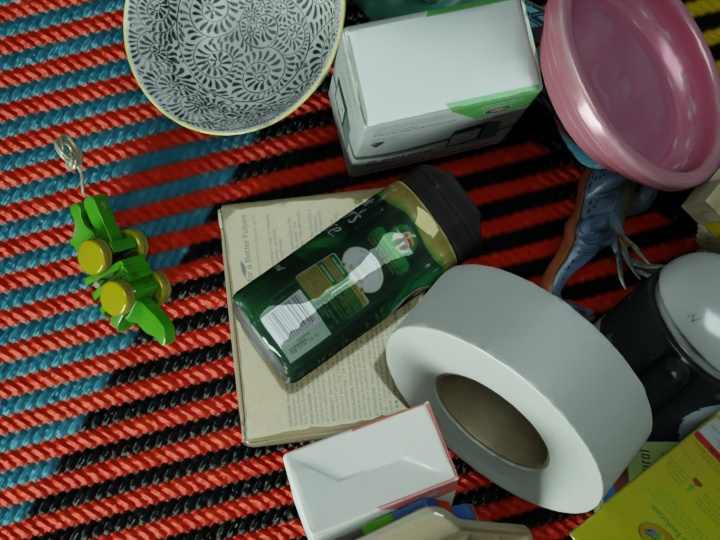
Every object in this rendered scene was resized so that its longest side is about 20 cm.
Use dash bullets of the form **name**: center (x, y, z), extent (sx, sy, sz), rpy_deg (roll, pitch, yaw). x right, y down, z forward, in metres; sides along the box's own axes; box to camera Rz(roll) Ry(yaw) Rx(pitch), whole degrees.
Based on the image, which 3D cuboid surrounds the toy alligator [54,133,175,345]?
- **toy alligator**: center (-0.219, -0.017, 1.297), extent (0.054, 0.059, 0.200), rpy_deg (-34, 81, 33)

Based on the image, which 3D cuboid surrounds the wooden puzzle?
- **wooden puzzle**: center (0.019, 0.222, 1.173), extent (0.185, 0.200, 0.046), rpy_deg (-29, 65, 16)

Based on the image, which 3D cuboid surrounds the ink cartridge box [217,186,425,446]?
- **ink cartridge box**: center (-0.027, 0.040, 1.283), extent (0.164, 0.075, 0.200), rpy_deg (-6, 81, -3)

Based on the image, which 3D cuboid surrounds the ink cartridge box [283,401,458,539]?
- **ink cartridge box**: center (0.009, 0.173, 1.195), extent (0.116, 0.200, 0.068), rpy_deg (-20, 72, -6)

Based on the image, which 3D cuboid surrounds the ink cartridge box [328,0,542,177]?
- **ink cartridge box**: center (0.056, -0.147, 1.258), extent (0.146, 0.200, 0.084), rpy_deg (-13, 84, -5)

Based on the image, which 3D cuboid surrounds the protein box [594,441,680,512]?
- **protein box**: center (0.301, 0.250, 1.207), extent (0.200, 0.135, 0.199), rpy_deg (1, 61, -3)

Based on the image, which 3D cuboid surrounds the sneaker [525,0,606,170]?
- **sneaker**: center (0.168, -0.180, 1.300), extent (0.079, 0.096, 0.200), rpy_deg (-37, 58, -3)

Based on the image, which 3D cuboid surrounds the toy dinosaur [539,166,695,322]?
- **toy dinosaur**: center (0.209, -0.041, 1.329), extent (0.181, 0.105, 0.200), rpy_deg (-39, 49, 1)

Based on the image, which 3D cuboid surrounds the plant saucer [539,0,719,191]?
- **plant saucer**: center (0.208, -0.152, 1.200), extent (0.200, 0.051, 0.201), rpy_deg (20, 59, -37)

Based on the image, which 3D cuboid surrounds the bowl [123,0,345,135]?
- **bowl**: center (-0.091, -0.207, 1.301), extent (0.200, 0.094, 0.201), rpy_deg (-2, 85, 19)

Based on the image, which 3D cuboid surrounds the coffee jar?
- **coffee jar**: center (0.000, 0.000, 1.202), extent (0.200, 0.104, 0.085), rpy_deg (-35, 87, -9)

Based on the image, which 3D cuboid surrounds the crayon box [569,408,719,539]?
- **crayon box**: center (0.262, 0.188, 1.132), extent (0.200, 0.051, 0.127), rpy_deg (-33, 68, -20)

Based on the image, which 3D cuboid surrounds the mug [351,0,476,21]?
- **mug**: center (0.057, -0.255, 1.293), extent (0.114, 0.152, 0.185), rpy_deg (44, 56, 3)

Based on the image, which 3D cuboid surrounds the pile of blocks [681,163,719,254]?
- **pile of blocks**: center (0.320, -0.026, 1.261), extent (0.082, 0.200, 0.062), rpy_deg (34, 79, 29)

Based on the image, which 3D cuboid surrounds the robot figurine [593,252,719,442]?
- **robot figurine**: center (0.249, 0.075, 1.241), extent (0.125, 0.200, 0.150), rpy_deg (25, 37, -28)

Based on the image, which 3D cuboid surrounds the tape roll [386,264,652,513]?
- **tape roll**: center (0.117, 0.091, 1.158), extent (0.202, 0.202, 0.071), rpy_deg (39, 66, 4)
